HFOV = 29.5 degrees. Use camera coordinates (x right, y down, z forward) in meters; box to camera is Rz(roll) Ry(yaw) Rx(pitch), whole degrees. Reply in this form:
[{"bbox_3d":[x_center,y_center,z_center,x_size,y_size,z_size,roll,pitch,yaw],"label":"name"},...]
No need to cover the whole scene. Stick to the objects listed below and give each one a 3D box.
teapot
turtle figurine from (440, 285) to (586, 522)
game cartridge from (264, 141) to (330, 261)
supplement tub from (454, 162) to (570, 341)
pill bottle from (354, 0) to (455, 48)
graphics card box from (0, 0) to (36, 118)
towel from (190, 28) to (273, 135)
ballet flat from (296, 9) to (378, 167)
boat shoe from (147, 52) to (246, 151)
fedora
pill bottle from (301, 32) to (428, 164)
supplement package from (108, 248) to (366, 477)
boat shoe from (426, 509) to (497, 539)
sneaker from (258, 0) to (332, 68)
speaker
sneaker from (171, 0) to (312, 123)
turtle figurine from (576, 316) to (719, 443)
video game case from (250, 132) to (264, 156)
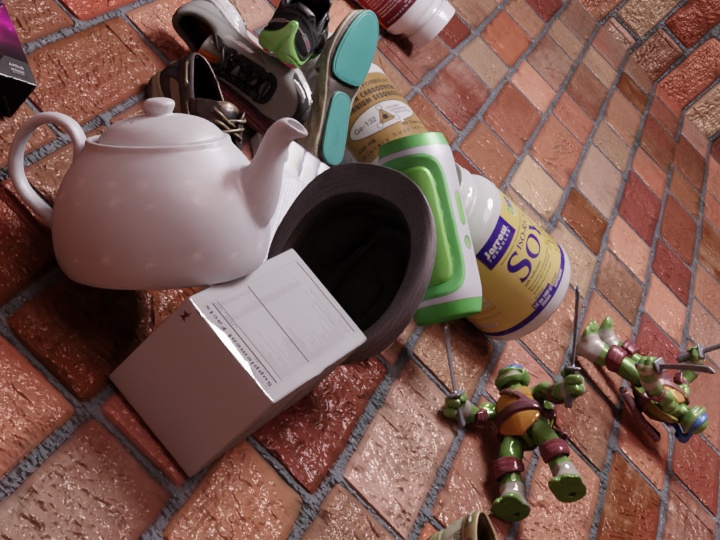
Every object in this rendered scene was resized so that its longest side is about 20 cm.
[{"bbox_3d":[-0.172,-0.071,1.150,0.199,0.147,0.197,-9,14,-29],"label":"teapot"},{"bbox_3d":[0.164,0.150,1.450,0.143,0.200,0.194,1,47,-12],"label":"turtle figurine"},{"bbox_3d":[-0.070,-0.036,1.403,0.129,0.038,0.201,32,49,-23],"label":"game cartridge"},{"bbox_3d":[0.140,-0.024,1.634,0.200,0.145,0.146,39,26,-29],"label":"supplement tub"},{"bbox_3d":[0.049,-0.447,2.152,0.200,0.113,0.113,41,26,-13],"label":"pill bottle"},{"bbox_3d":[-0.383,-0.238,1.245,0.125,0.051,0.200,15,41,-49],"label":"graphics card box"},{"bbox_3d":[-0.139,-0.238,1.664,0.144,0.023,0.200,40,25,-14],"label":"towel"},{"bbox_3d":[-0.036,-0.212,1.579,0.067,0.062,0.201,27,76,-47],"label":"ballet flat"},{"bbox_3d":[-0.162,-0.150,1.438,0.074,0.073,0.200,10,45,-52],"label":"boat shoe"},{"bbox_3d":[-0.001,0.006,1.321,0.090,0.176,0.201,43,60,-59],"label":"fedora"},{"bbox_3d":[-0.003,-0.187,1.656,0.200,0.114,0.114,55,26,19],"label":"pill bottle"},{"bbox_3d":[-0.100,0.074,1.173,0.114,0.109,0.200,50,25,6],"label":"supplement package"},{"bbox_3d":[0.115,0.311,1.227,0.073,0.063,0.200,21,37,-45],"label":"boat shoe"},{"bbox_3d":[-0.060,-0.289,1.569,0.077,0.084,0.200,36,21,-11],"label":"sneaker"},{"bbox_3d":[0.076,-0.045,1.494,0.088,0.088,0.201,-2,79,-58],"label":"speaker"},{"bbox_3d":[-0.138,-0.233,1.560,0.200,0.074,0.079,44,33,9],"label":"sneaker"},{"bbox_3d":[0.399,0.113,1.820,0.194,0.200,0.144,33,52,24],"label":"turtle figurine"},{"bbox_3d":[-0.037,-0.069,1.585,0.200,0.018,0.144,27,32,-37],"label":"video game case"}]
